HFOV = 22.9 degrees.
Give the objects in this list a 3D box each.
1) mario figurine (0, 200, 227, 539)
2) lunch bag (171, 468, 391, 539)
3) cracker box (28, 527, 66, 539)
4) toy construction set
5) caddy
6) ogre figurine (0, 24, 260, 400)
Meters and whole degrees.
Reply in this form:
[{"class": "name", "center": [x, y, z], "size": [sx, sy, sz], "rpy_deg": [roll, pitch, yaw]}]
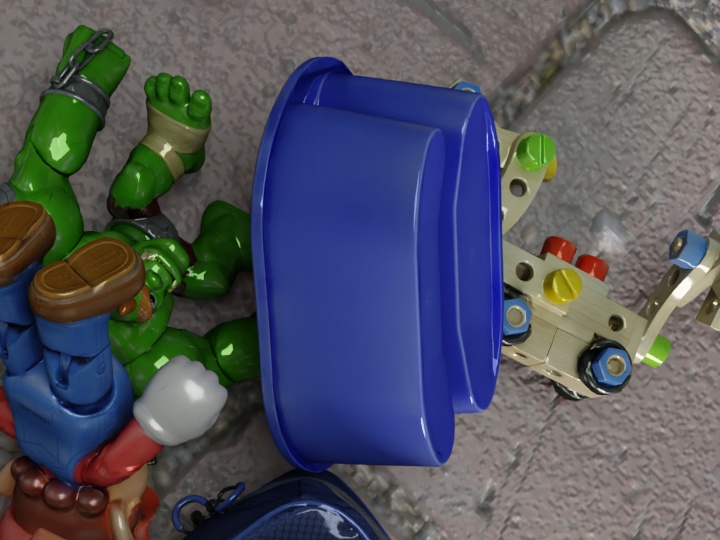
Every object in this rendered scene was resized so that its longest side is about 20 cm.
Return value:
[{"class": "mario figurine", "center": [-0.124, 0.059, 0.820], "size": [0.106, 0.201, 0.124], "rpy_deg": [-11, 39, -16]}, {"class": "lunch bag", "center": [-0.026, 0.189, 0.838], "size": [0.136, 0.132, 0.200], "rpy_deg": [-34, 90, -1]}, {"class": "cracker box", "center": [-0.075, 0.208, 0.705], "size": [0.199, 0.058, 0.134], "rpy_deg": [26, 45, 3]}, {"class": "toy construction set", "center": [0.112, -0.009, 0.942], "size": [0.199, 0.092, 0.132], "rpy_deg": [22, 74, -1]}, {"class": "caddy", "center": [0.000, 0.000, 0.838], "size": [0.105, 0.141, 0.201], "rpy_deg": [5, 110, 22]}, {"class": "ogre figurine", "center": [-0.102, -0.008, 0.871], "size": [0.120, 0.098, 0.200], "rpy_deg": [-50, 129, -31]}]
